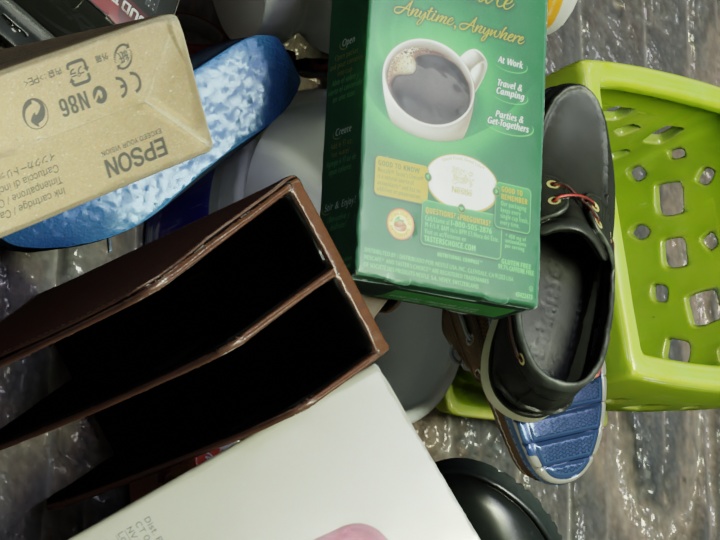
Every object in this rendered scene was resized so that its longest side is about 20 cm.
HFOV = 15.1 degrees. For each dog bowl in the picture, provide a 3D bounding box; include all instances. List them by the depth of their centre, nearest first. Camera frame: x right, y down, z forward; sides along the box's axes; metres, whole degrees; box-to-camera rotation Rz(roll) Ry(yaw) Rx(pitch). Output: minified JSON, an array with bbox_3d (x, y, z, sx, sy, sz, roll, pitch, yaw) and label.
[{"bbox_3d":[-0.029,0.001,1.571,0.199,0.078,0.202,22,59,-43],"label":"dog bowl"}]

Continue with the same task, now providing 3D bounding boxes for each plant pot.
[{"bbox_3d":[0.141,-0.002,1.696,0.198,0.181,0.202,8,69,-49],"label":"plant pot"}]

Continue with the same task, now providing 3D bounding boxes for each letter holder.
[{"bbox_3d":[-0.113,0.052,1.346,0.142,0.199,0.101,-36,100,-50],"label":"letter holder"}]

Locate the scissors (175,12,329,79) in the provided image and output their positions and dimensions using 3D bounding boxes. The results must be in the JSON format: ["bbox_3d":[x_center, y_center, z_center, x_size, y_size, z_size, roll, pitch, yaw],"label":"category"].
[{"bbox_3d":[-0.036,-0.112,1.555,0.073,0.198,0.014,-73,173,-55],"label":"scissors"}]

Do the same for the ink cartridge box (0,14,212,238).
[{"bbox_3d":[-0.198,-0.055,1.291,0.199,0.164,0.076,-25,102,-40],"label":"ink cartridge box"}]

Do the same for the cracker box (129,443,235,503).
[{"bbox_3d":[-0.037,0.173,1.509,0.199,0.057,0.135,12,66,-47],"label":"cracker box"}]

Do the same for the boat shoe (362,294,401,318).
[{"bbox_3d":[0.000,0.000,1.486,0.200,0.072,0.060,-43,106,-44],"label":"boat shoe"}]

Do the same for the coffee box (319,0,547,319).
[{"bbox_3d":[0.041,-0.082,1.458,0.122,0.044,0.202,10,75,-32],"label":"coffee box"}]

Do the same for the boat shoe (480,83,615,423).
[{"bbox_3d":[0.114,-0.017,1.519,0.073,0.063,0.203,18,65,-18],"label":"boat shoe"}]

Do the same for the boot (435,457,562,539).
[{"bbox_3d":[0.078,0.232,1.612,0.199,0.073,0.163,57,37,-26],"label":"boot"}]

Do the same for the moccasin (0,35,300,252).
[{"bbox_3d":[-0.122,-0.062,1.475,0.199,0.068,0.081,-25,98,-24],"label":"moccasin"}]

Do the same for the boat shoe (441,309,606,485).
[{"bbox_3d":[0.088,0.029,1.571,0.072,0.072,0.202,-3,77,-33],"label":"boat shoe"}]

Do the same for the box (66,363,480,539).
[{"bbox_3d":[-0.060,0.152,1.358,0.199,0.128,0.109,-28,83,-22],"label":"box"}]

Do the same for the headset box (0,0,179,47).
[{"bbox_3d":[-0.165,-0.204,1.493,0.149,0.075,0.201,40,47,-33],"label":"headset box"}]

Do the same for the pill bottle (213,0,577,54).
[{"bbox_3d":[0.020,-0.184,1.556,0.199,0.116,0.117,-7,79,-24],"label":"pill bottle"}]
